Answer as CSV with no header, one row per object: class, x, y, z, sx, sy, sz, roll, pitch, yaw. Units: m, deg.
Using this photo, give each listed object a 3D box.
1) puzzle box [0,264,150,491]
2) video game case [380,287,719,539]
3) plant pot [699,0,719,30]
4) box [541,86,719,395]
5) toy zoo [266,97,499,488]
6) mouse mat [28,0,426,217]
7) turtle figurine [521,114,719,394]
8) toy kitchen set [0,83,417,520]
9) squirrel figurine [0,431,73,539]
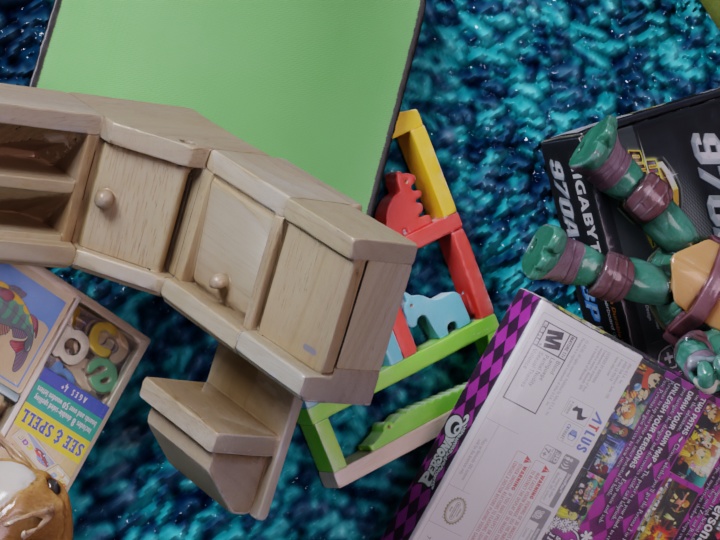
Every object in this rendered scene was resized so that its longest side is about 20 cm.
puzzle box,-0.215,0.038,1.188,0.200,0.025,0.133,35,72,-23
video game case,0.115,0.136,1.324,0.181,0.036,0.200,27,93,-24
plant pot,0.211,-0.273,1.367,0.187,0.187,0.200,-40,90,-25
box,0.201,-0.001,1.405,0.159,0.046,0.200,-17,96,-28
toy zoo,0.000,0.000,1.310,0.131,0.020,0.200,-25,99,-27
mouse mat,-0.067,-0.115,1.274,0.200,0.008,0.161,20,73,-20
turtle figurine,0.194,0.007,1.320,0.200,0.101,0.150,28,61,-8
toy kitchen set,-0.116,0.022,1.130,0.180,0.200,0.164,5,107,-39
squirrel figurine,-0.235,0.138,1.115,0.186,0.142,0.200,26,101,-33
